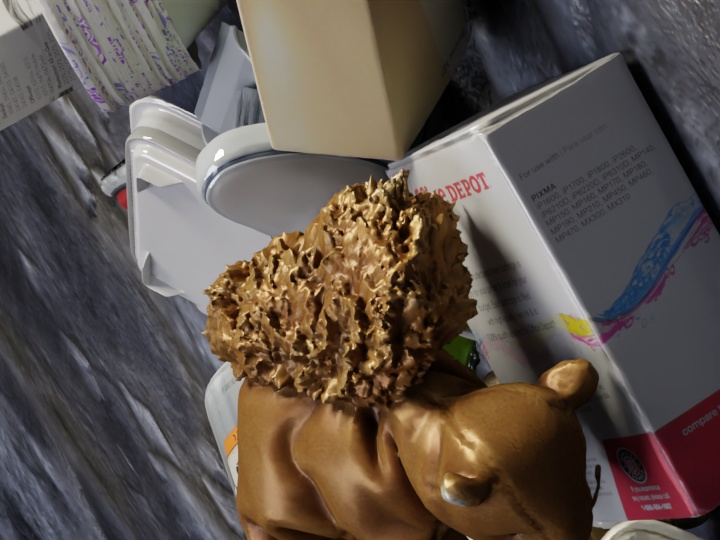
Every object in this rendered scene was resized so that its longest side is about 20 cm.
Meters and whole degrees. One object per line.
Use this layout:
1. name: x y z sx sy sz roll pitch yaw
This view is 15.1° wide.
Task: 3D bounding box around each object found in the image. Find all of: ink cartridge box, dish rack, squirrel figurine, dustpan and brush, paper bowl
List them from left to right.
1. ink cartridge box: -0.231 -0.154 1.720 0.116 0.200 0.067 41 154 44
2. paper bowl: -0.140 -0.197 1.511 0.201 0.104 0.201 -24 -90 -89
3. dish rack: -0.076 -0.014 1.674 0.171 0.044 0.200 27 155 10
4. dustpan and brush: -0.010 -0.046 1.521 0.200 0.057 0.140 28 157 0
5. squirrel figurine: 0.020 0.061 1.230 0.187 0.141 0.200 4 125 63
6. ink cartridge box: 0.110 0.012 1.258 0.200 0.086 0.148 62 163 -4

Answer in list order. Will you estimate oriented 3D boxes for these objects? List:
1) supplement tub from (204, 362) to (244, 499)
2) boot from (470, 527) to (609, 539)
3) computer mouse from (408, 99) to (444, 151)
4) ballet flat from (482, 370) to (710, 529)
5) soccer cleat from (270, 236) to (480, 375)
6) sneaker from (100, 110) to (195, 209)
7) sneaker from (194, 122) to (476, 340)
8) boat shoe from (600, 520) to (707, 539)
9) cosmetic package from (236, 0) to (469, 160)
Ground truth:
1. supplement tub: -0.012 0.142 1.655 0.123 0.122 0.200 96 155 -61
2. boot: 0.086 0.157 1.574 0.200 0.072 0.155 37 153 44
3. computer mouse: -0.002 -0.132 1.402 0.141 0.046 0.200 80 164 -54
4. ballet flat: 0.109 0.105 1.436 0.200 0.065 0.071 22 138 61
5. soccer cleat: 0.000 0.000 1.483 0.081 0.068 0.200 14 144 51
6. sneaker: -0.110 -0.052 1.765 0.085 0.077 0.200 56 163 -6
7. sneaker: 0.012 -0.016 1.335 0.073 0.200 0.071 -51 33 39
8. boat shoe: 0.200 0.180 1.318 0.200 0.072 0.059 23 172 44
9. cosmetic package: -0.011 -0.160 1.247 0.071 0.105 0.200 7 135 22
